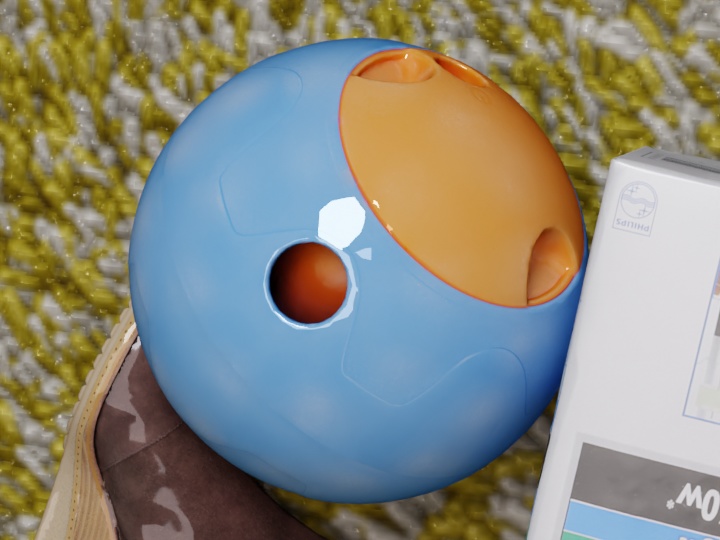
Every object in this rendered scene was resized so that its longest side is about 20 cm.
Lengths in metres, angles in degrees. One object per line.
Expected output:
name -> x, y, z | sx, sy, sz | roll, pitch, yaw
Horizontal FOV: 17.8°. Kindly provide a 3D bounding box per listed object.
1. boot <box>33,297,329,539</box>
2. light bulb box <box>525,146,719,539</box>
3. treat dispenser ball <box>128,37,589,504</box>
boot -> -0.064, 0.112, 1.099 | 0.166, 0.072, 0.201 | 20, 97, -1
light bulb box -> 0.150, 0.060, 0.964 | 0.124, 0.198, 0.201 | 14, 96, 10
treat dispenser ball -> 0.000, 0.000, 0.996 | 0.200, 0.201, 0.202 | 1, 94, 13
